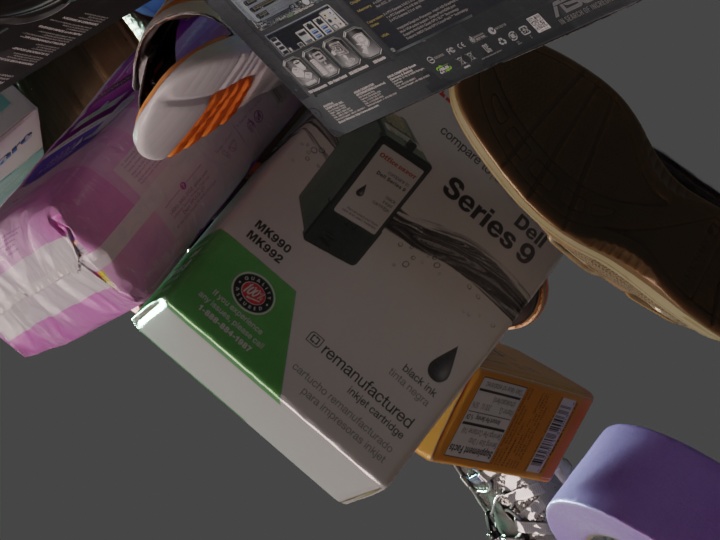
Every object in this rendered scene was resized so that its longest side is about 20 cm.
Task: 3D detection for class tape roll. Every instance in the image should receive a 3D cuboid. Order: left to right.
[{"bbox_3d":[0.214,0.184,1.612,0.200,0.066,0.200,36,165,11],"label":"tape roll"}]

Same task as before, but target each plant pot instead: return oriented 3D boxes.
[{"bbox_3d":[-0.147,-0.081,1.525,0.201,0.093,0.201,54,-179,-1],"label":"plant pot"}]

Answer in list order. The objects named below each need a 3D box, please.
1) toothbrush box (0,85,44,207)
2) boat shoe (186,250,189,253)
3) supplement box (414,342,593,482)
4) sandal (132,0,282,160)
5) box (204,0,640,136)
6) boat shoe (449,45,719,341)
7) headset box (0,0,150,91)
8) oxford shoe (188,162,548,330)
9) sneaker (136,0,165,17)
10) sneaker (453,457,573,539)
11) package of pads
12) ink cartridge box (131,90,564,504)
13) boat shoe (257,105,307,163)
[{"bbox_3d":[-0.254,-0.074,1.450,0.146,0.085,0.200,42,165,11],"label":"toothbrush box"},{"bbox_3d":[-0.031,-0.002,1.644,0.199,0.071,0.070,29,171,5],"label":"boat shoe"},{"bbox_3d":[0.067,0.077,1.517,0.066,0.069,0.200,30,-177,26],"label":"supplement box"},{"bbox_3d":[-0.067,-0.111,1.238,0.059,0.079,0.207,45,-152,4],"label":"sandal"},{"bbox_3d":[0.008,-0.149,1.051,0.158,0.051,0.200,45,142,-19],"label":"box"},{"bbox_3d":[0.112,-0.033,1.222,0.200,0.071,0.064,42,164,-15],"label":"boat shoe"},{"bbox_3d":[-0.178,-0.149,1.175,0.149,0.199,0.078,10,-123,-56],"label":"headset box"},{"bbox_3d":[0.000,0.000,1.373,0.199,0.072,0.073,13,-157,7],"label":"oxford shoe"},{"bbox_3d":[-0.082,-0.163,1.308,0.078,0.066,0.200,38,164,8],"label":"sneaker"},{"bbox_3d":[0.113,0.166,1.756,0.200,0.082,0.075,40,165,-2],"label":"sneaker"},{"bbox_3d":[-0.112,-0.052,1.318,0.076,0.200,0.120,48,143,-16],"label":"package of pads"},{"bbox_3d":[0.007,-0.008,1.296,0.146,0.200,0.084,40,162,-5],"label":"ink cartridge box"},{"bbox_3d":[0.002,-0.032,1.456,0.200,0.071,0.065,40,171,0],"label":"boat shoe"}]
